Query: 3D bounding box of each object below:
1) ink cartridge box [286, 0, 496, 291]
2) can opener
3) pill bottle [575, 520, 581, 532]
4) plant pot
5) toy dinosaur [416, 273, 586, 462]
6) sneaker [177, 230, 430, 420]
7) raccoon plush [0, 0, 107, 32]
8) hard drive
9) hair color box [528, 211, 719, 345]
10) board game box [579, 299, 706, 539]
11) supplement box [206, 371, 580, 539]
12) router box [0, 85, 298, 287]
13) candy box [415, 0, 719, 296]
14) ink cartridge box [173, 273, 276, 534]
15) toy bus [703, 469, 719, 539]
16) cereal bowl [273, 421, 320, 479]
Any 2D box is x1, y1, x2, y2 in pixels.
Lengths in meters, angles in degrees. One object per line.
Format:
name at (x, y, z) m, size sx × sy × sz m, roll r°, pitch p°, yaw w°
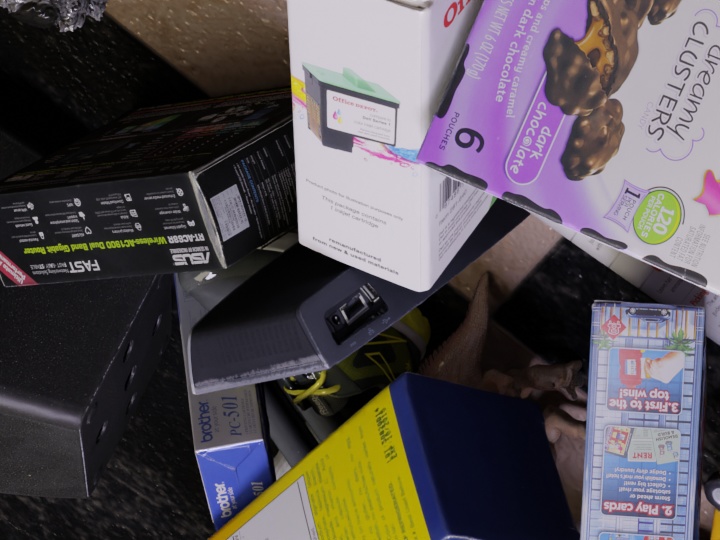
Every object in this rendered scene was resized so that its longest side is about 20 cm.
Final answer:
ink cartridge box at (0.033, -0.114, 1.293) m, size 0.084 × 0.145 × 0.200 m, roll 22°, pitch 141°, yaw 20°
can opener at (-0.013, 0.133, 1.606) m, size 0.200 × 0.053 × 0.066 m, roll 56°, pitch -168°, yaw 28°
pill bottle at (0.177, 0.261, 1.602) m, size 0.116 × 0.116 × 0.200 m, roll 11°, pitch 136°, yaw 32°
plant pot at (-0.228, 0.036, 1.624) m, size 0.177 × 0.200 × 0.200 m, roll 21°, pitch 154°, yaw 8°
toy dinosaur at (0.071, 0.104, 1.541) m, size 0.135 × 0.086 × 0.200 m, roll -2°, pitch 119°, yaw 43°
sneaker at (-0.029, 0.039, 1.503) m, size 0.074 × 0.085 × 0.200 m, roll -21°, pitch 146°, yaw 40°
raccoon plush at (-0.175, -0.226, 1.402) m, size 0.200 × 0.097 × 0.134 m, roll 42°, pitch 136°, yaw -6°
hard drive at (0.000, 0.000, 1.403) m, size 0.135 × 0.200 × 0.042 m, roll -13°, pitch 108°, yaw 49°
hair color box at (0.190, -0.024, 1.330) m, size 0.200 × 0.061 × 0.102 m, roll 35°, pitch 144°, yaw 3°
board game box at (0.153, 0.136, 1.355) m, size 0.062 × 0.200 × 0.200 m, roll 4°, pitch 167°, yaw 9°
supplement box at (0.016, 0.162, 1.439) m, size 0.109 × 0.109 × 0.200 m, roll 15°, pitch 137°, yaw -38°
router box at (-0.108, -0.051, 1.470) m, size 0.200 × 0.150 × 0.062 m, roll -4°, pitch 112°, yaw 43°
candy box at (0.154, -0.087, 1.201) m, size 0.200 × 0.168 × 0.072 m, roll 24°, pitch -177°, yaw 17°
ink cartridge box at (-0.084, 0.069, 1.559) m, size 0.044 × 0.200 × 0.094 m, roll -10°, pitch 132°, yaw -1°
toy bus at (0.246, 0.165, 1.481) m, size 0.078 × 0.065 × 0.200 m, roll 22°, pitch 141°, yaw 21°
cereal bowl at (0.012, 0.197, 1.699) m, size 0.200 × 0.083 × 0.200 m, roll 22°, pitch 141°, yaw 19°
